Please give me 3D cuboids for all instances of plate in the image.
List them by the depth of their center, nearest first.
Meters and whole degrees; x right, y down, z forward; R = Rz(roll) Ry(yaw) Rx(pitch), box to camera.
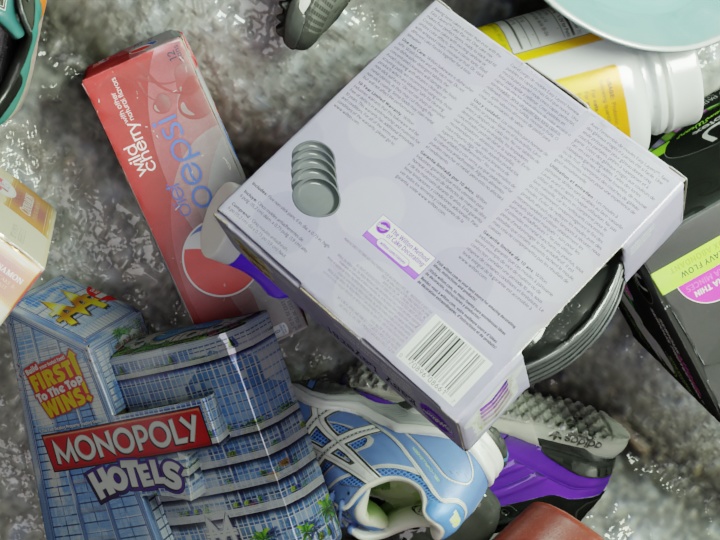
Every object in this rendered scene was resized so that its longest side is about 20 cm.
[{"bbox_3d":[0.159,-0.215,1.002,0.198,0.026,0.202,8,64,-17],"label":"plate"}]

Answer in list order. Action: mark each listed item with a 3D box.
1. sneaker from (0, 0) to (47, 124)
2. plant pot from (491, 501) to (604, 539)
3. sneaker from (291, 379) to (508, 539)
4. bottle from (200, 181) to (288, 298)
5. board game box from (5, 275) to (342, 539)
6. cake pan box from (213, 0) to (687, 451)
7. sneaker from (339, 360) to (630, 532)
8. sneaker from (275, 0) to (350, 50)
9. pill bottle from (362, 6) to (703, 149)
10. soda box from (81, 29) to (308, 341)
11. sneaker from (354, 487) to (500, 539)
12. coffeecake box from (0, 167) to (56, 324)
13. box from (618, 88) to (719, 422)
[{"bbox_3d":[-0.213,-0.179,0.981,0.070,0.080,0.202,7,102,-9],"label":"sneaker"},{"bbox_3d":[0.097,0.264,1.017,0.195,0.200,0.201,-44,105,-13],"label":"plant pot"},{"bbox_3d":[-0.009,0.122,1.041,0.198,0.077,0.076,-1,133,34],"label":"sneaker"},{"bbox_3d":[0.000,0.000,1.007,0.198,0.083,0.066,20,66,-26],"label":"bottle"},{"bbox_3d":[-0.134,0.096,1.026,0.198,0.062,0.202,-13,102,33],"label":"board game box"},{"bbox_3d":[0.052,-0.029,0.903,0.199,0.052,0.184,38,77,24],"label":"cake pan box"},{"bbox_3d":[0.074,0.125,1.098,0.198,0.070,0.100,16,107,-9],"label":"sneaker"},{"bbox_3d":[0.024,-0.213,1.011,0.090,0.066,0.201,30,96,-11],"label":"sneaker"},{"bbox_3d":[0.107,-0.103,1.026,0.198,0.109,0.110,-15,105,-3],"label":"pill bottle"},{"bbox_3d":[-0.103,-0.045,1.037,0.069,0.063,0.202,-23,105,-2],"label":"soda box"},{"bbox_3d":[0.009,0.204,1.075,0.199,0.091,0.076,-37,107,22],"label":"sneaker"},{"bbox_3d":[-0.271,0.037,0.989,0.073,0.154,0.201,37,97,-15],"label":"coffeecake box"},{"bbox_3d":[0.228,-0.019,1.014,0.148,0.200,0.125,-31,106,2],"label":"box"}]
